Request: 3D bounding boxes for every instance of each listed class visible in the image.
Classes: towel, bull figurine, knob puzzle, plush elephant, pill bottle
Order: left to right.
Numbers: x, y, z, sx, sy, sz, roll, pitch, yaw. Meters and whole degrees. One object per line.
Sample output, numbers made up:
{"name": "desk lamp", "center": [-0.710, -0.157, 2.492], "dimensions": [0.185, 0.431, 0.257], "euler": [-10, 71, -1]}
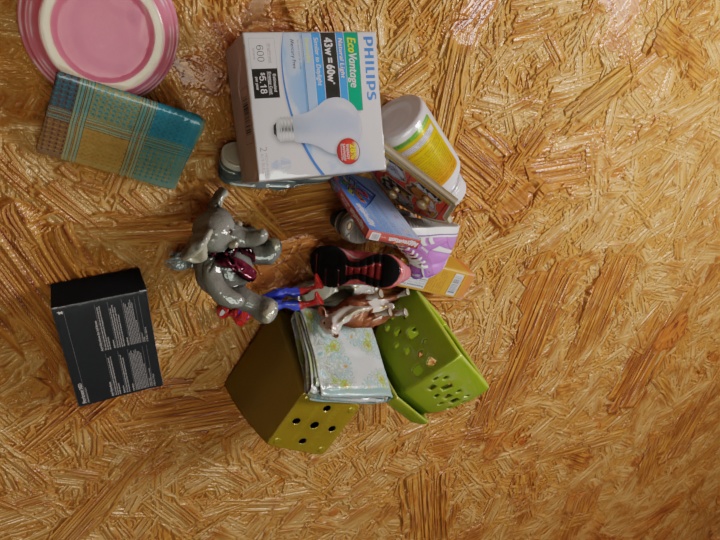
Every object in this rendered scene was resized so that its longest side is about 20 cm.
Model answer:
{"name": "towel", "center": [-0.336, -0.192, 0.865], "dimensions": [0.198, 0.022, 0.147], "euler": [13, 136, -32]}
{"name": "plush elephant", "center": [-0.209, -0.037, 0.972], "dimensions": [0.197, 0.166, 0.156], "euler": [14, 142, -8]}
{"name": "towel", "center": [-0.033, 0.156, 1.126], "dimensions": [0.198, 0.173, 0.048], "euler": [15, 141, -43]}
{"name": "bull figurine", "center": [0.010, 0.074, 1.116], "dimensions": [0.120, 0.066, 0.199], "euler": [-17, 176, 27]}
{"name": "knob puzzle", "center": [0.072, -0.136, 1.048], "dimensions": [0.031, 0.219, 0.220], "euler": [-51, 130, -9]}
{"name": "pill bottle", "center": [0.107, -0.196, 1.071], "dimensions": [0.111, 0.111, 0.200], "euler": [-42, 130, 2]}

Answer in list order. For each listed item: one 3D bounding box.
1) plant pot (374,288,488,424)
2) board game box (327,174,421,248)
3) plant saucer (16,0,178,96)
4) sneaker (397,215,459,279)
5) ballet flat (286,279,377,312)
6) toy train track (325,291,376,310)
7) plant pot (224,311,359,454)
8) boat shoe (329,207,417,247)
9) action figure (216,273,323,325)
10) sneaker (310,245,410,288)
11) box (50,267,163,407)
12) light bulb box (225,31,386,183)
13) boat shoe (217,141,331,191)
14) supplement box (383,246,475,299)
{"name": "plant pot", "center": [0.119, 0.188, 1.259], "dimensions": [0.181, 0.200, 0.200], "euler": [-36, 140, 6]}
{"name": "board game box", "center": [0.016, -0.106, 1.022], "dimensions": [0.102, 0.201, 0.020], "euler": [11, 121, -32]}
{"name": "plant saucer", "center": [-0.336, -0.315, 0.800], "dimensions": [0.198, 0.051, 0.203], "euler": [-13, 124, -20]}
{"name": "sneaker", "center": [0.097, -0.035, 1.108], "dimensions": [0.198, 0.072, 0.116], "euler": [2, 112, -40]}
{"name": "ballet flat", "center": [-0.042, 0.036, 1.158], "dimensions": [0.198, 0.072, 0.073], "euler": [-19, 127, -17]}
{"name": "toy train track", "center": [-0.029, 0.084, 1.228], "dimensions": [0.198, 0.033, 0.116], "euler": [15, 111, -33]}
{"name": "plant pot", "center": [-0.114, 0.231, 1.175], "dimensions": [0.198, 0.177, 0.201], "euler": [23, 111, -36]}
{"name": "boat shoe", "center": [0.027, -0.090, 1.124], "dimensions": [0.198, 0.073, 0.075], "euler": [5, 110, -45]}
{"name": "action figure", "center": [-0.174, 0.039, 1.075], "dimensions": [0.197, 0.066, 0.100], "euler": [-17, 134, 13]}
{"name": "sneaker", "center": [0.000, 0.000, 1.110], "dimensions": [0.086, 0.198, 0.075], "euler": [6, 92, -60]}
{"name": "box", "center": [-0.415, 0.110, 1.011], "dimensions": [0.139, 0.079, 0.202], "euler": [-13, 125, -24]}
{"name": "light bulb box", "center": [-0.079, -0.236, 0.901], "dimensions": [0.197, 0.125, 0.201], "euler": [-10, 101, -22]}
{"name": "boat shoe", "center": [-0.137, -0.165, 1.002], "dimensions": [0.197, 0.074, 0.062], "euler": [-1, 147, -30]}
{"name": "supplement box", "center": [0.134, 0.001, 1.242], "dimensions": [0.198, 0.067, 0.069], "euler": [15, 114, -34]}
